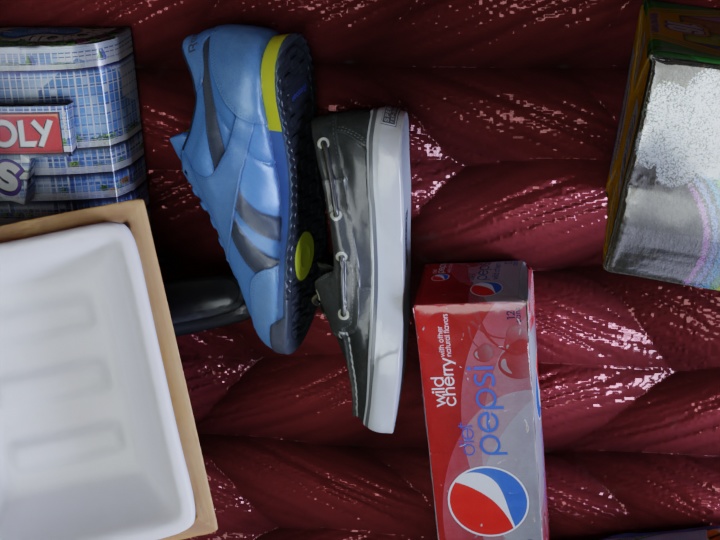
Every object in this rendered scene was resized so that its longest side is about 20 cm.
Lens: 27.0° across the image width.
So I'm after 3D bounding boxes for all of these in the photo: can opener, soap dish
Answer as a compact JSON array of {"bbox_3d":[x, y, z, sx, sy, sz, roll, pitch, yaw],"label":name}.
[{"bbox_3d":[-0.161,0.034,0.944,0.199,0.063,0.079,-13,84,5],"label":"can opener"},{"bbox_3d":[-0.179,0.068,0.869,0.157,0.081,0.201,-12,101,-1],"label":"soap dish"}]

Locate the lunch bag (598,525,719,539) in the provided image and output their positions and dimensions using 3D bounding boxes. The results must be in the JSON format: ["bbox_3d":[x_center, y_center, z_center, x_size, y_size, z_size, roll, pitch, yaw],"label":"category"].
[{"bbox_3d":[0.187,0.251,0.968,0.199,0.076,0.161,-9,114,15],"label":"lunch bag"}]

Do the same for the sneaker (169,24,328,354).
[{"bbox_3d":[-0.067,-0.047,0.889,0.078,0.066,0.201,4,114,18],"label":"sneaker"}]

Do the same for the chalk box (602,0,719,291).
[{"bbox_3d":[0.238,-0.058,0.795,0.199,0.124,0.125,10,114,4],"label":"chalk box"}]

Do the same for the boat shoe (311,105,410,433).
[{"bbox_3d":[0.000,0.000,0.894,0.056,0.069,0.201,2,107,7],"label":"boat shoe"}]

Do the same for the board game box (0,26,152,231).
[{"bbox_3d":[-0.236,-0.090,0.897,0.199,0.062,0.200,1,115,10],"label":"board game box"}]

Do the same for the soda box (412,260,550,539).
[{"bbox_3d":[0.077,0.096,0.923,0.070,0.063,0.200,-2,113,10],"label":"soda box"}]
